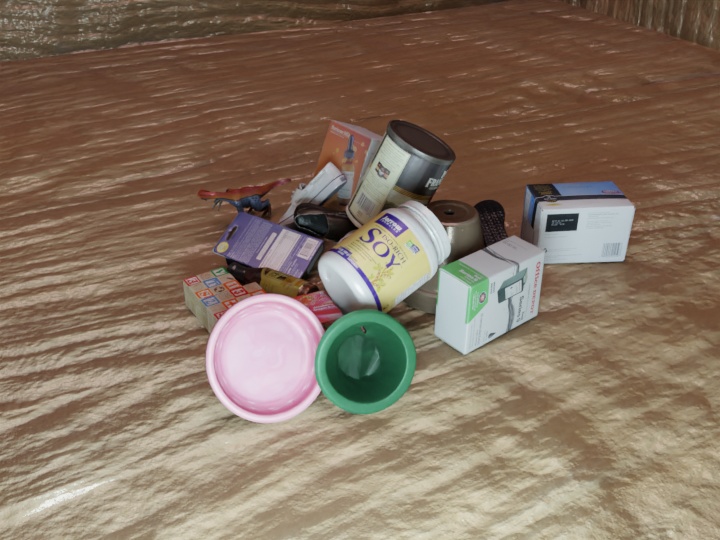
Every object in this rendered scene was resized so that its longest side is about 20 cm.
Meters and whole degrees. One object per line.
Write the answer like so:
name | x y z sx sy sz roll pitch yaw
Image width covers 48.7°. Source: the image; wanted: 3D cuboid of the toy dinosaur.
toy dinosaur | -0.279 -0.173 1.794 0.105 0.201 0.181 32 -3 27

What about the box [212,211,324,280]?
box | -0.188 -0.042 1.629 0.199 0.032 0.121 21 59 15

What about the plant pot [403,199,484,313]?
plant pot | 0.166 -0.038 1.552 0.199 0.175 0.201 -1 30 0

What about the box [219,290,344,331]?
box | -0.133 0.116 1.366 0.199 0.096 0.100 -13 32 -20

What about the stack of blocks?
stack of blocks | -0.238 0.068 1.482 0.115 0.059 0.200 -18 35 -29

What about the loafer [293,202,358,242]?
loafer | -0.050 -0.087 1.646 0.199 0.073 0.071 10 22 11

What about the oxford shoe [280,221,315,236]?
oxford shoe | -0.157 -0.065 1.715 0.199 0.071 0.072 -28 83 -22

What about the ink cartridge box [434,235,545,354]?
ink cartridge box | 0.236 0.040 1.445 0.199 0.147 0.084 -23 38 -32

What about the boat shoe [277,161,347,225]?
boat shoe | -0.117 -0.163 1.762 0.200 0.065 0.074 -37 -2 21

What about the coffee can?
coffee can | 0.077 -0.173 1.570 0.146 0.201 0.147 22 28 -13

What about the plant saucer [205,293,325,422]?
plant saucer | -0.149 0.138 1.263 0.200 0.202 0.051 -13 2 -22

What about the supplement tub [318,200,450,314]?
supplement tub | 0.042 -0.016 1.374 0.200 0.146 0.145 -37 44 -20

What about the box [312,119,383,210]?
box | -0.015 -0.218 1.804 0.106 0.201 0.152 3 21 -43

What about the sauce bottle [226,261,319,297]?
sauce bottle | -0.174 0.029 1.542 0.199 0.066 0.066 19 35 25

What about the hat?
hat | -0.009 0.137 1.333 0.200 0.166 0.176 37 -4 -22

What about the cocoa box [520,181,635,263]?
cocoa box | 0.458 -0.104 1.701 0.199 0.134 0.131 -3 30 -5

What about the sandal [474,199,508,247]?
sandal | 0.291 -0.084 1.766 0.075 0.045 0.201 -6 45 0

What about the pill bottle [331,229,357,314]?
pill bottle | 0.000 0.000 1.545 0.112 0.113 0.200 0 31 0

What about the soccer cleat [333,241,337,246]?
soccer cleat | 0.021 -0.097 1.741 0.199 0.078 0.069 -23 38 -33
